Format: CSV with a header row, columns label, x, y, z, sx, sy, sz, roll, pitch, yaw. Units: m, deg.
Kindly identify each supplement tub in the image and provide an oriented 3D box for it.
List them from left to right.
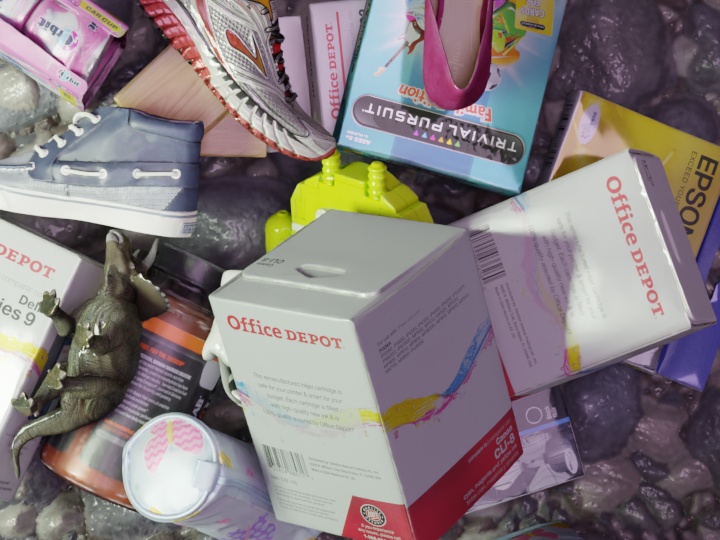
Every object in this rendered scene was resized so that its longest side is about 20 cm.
label,x,y,z,sx,sy,sz,roll,pitch,yaw
supplement tub,-0.165,0.082,1.601,0.107,0.107,0.201,26,89,-9

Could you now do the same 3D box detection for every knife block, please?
label,x,y,z,sx,sy,sz,roll,pitch,yaw
knife block,-0.157,-0.142,1.605,0.175,0.064,0.201,2,99,-4

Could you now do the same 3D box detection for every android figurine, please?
label,x,y,z,sx,sy,sz,roll,pitch,yaw
android figurine,0.000,0.000,1.597,0.041,0.182,0.201,-31,131,-43

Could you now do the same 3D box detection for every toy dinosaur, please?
label,x,y,z,sx,sy,sz,roll,pitch,yaw
toy dinosaur,-0.198,0.070,1.512,0.102,0.077,0.201,11,98,-52

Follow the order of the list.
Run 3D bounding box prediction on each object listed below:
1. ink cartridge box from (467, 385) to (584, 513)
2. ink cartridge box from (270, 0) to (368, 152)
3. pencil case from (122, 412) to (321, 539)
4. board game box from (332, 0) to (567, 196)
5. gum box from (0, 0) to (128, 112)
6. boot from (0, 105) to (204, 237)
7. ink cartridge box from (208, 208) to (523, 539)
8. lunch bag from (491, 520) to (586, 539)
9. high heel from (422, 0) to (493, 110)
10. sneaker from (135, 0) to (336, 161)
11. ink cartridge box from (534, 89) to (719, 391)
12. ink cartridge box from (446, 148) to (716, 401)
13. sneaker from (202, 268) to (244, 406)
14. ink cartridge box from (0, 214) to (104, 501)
label,x,y,z,sx,sy,sz,roll,pitch,yaw
ink cartridge box,0.077,0.150,1.675,0.199,0.039,0.100,-18,95,-7
ink cartridge box,0.017,-0.160,1.639,0.199,0.068,0.116,-6,91,-8
pencil case,-0.102,0.170,1.570,0.091,0.200,0.083,28,87,31
board game box,0.074,-0.174,1.589,0.150,0.047,0.201,14,87,-8
gum box,-0.239,-0.182,1.532,0.113,0.200,0.066,34,87,-7
boot,-0.217,-0.086,1.553,0.199,0.073,0.091,9,98,3
ink cartridge box,0.007,0.077,1.496,0.145,0.145,0.201,-38,124,-39
lunch bag,0.108,0.293,1.618,0.199,0.170,0.128,-16,97,-11
high heel,0.074,-0.219,1.517,0.067,0.096,0.201,10,88,-8
sneaker,-0.084,-0.164,1.532,0.082,0.078,0.200,-40,96,2
ink cartridge box,0.233,-0.022,1.690,0.199,0.047,0.198,20,89,-7
ink cartridge box,0.157,0.010,1.592,0.199,0.086,0.148,-21,82,22
sneaker,-0.068,0.083,1.589,0.075,0.200,0.081,6,59,30
ink cartridge box,-0.299,0.057,1.569,0.145,0.088,0.201,25,86,16
